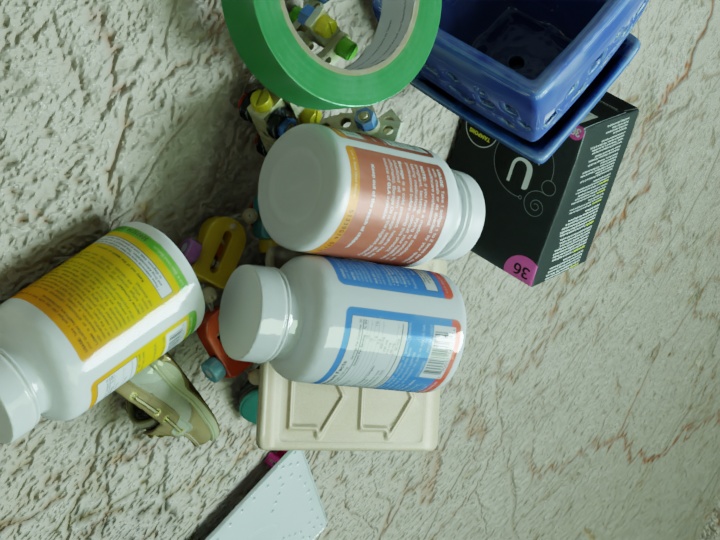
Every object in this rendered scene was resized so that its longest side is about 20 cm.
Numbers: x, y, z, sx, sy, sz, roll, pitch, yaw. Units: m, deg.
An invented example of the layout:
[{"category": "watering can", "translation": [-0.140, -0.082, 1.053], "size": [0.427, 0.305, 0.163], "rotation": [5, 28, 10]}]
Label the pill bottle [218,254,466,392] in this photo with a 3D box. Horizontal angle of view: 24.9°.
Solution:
[{"category": "pill bottle", "translation": [-0.017, 0.045, 1.425], "size": [0.200, 0.112, 0.112], "rotation": [9, 114, -30]}]

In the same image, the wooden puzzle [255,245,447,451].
[{"category": "wooden puzzle", "translation": [-0.011, 0.074, 1.519], "size": [0.200, 0.046, 0.186], "rotation": [4, 89, -31]}]

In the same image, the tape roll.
[{"category": "tape roll", "translation": [-0.022, -0.234, 1.354], "size": [0.200, 0.048, 0.201], "rotation": [-2, 93, -39]}]

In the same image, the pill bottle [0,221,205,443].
[{"category": "pill bottle", "translation": [-0.235, 0.053, 1.341], "size": [0.200, 0.111, 0.111], "rotation": [-37, 146, -33]}]

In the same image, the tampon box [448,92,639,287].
[{"category": "tampon box", "translation": [0.192, -0.112, 1.817], "size": [0.126, 0.150, 0.200], "rotation": [-21, 135, -49]}]

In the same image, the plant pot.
[{"category": "plant pot", "translation": [0.154, -0.235, 1.580], "size": [0.200, 0.200, 0.180], "rotation": [-50, 158, -15]}]

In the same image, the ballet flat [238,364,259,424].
[{"category": "ballet flat", "translation": [-0.072, 0.104, 1.656], "size": [0.073, 0.073, 0.200], "rotation": [-42, 178, -27]}]

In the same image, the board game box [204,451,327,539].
[{"category": "board game box", "translation": [-0.126, 0.311, 1.869], "size": [0.200, 0.026, 0.200], "rotation": [-45, 149, -21]}]

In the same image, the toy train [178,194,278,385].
[{"category": "toy train", "translation": [-0.099, 0.004, 1.524], "size": [0.200, 0.056, 0.150], "rotation": [-44, 113, -24]}]

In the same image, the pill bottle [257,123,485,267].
[{"category": "pill bottle", "translation": [0.015, -0.062, 1.459], "size": [0.200, 0.112, 0.112], "rotation": [9, 111, -43]}]

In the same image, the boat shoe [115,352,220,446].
[{"category": "boat shoe", "translation": [-0.191, 0.120, 1.535], "size": [0.066, 0.074, 0.200], "rotation": [-39, 147, -8]}]

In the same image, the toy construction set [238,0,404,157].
[{"category": "toy construction set", "translation": [-0.041, -0.161, 1.470], "size": [0.131, 0.092, 0.200], "rotation": [-51, 141, -14]}]
